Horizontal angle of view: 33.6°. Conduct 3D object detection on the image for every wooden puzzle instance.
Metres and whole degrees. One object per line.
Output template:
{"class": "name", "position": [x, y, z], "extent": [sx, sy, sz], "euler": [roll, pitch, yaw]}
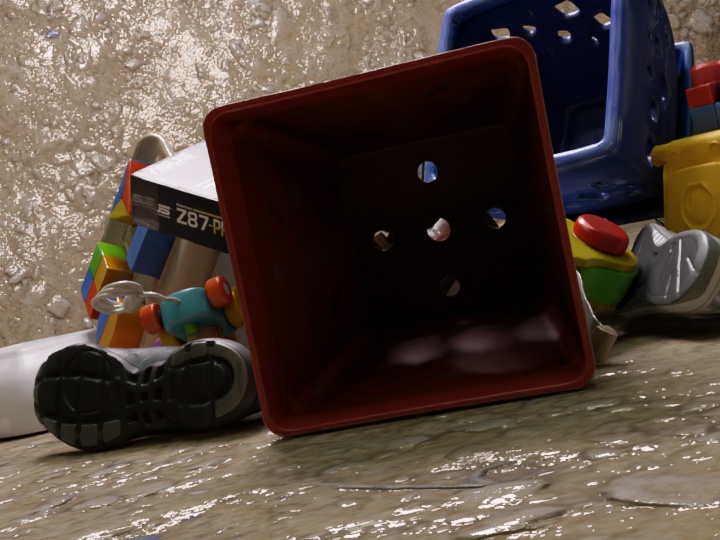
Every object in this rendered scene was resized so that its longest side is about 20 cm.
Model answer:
{"class": "wooden puzzle", "position": [-0.200, -0.006, 1.060], "extent": [0.046, 0.186, 0.200], "euler": [12, 23, -33]}

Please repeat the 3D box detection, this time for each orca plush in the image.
{"class": "orca plush", "position": [0.017, 0.005, 0.914], "extent": [0.105, 0.200, 0.071], "euler": [26, 22, -10]}

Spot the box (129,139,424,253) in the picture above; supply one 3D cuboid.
{"class": "box", "position": [-0.062, -0.070, 0.975], "extent": [0.161, 0.049, 0.200], "euler": [16, 30, 28]}

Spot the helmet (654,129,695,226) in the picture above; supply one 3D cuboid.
{"class": "helmet", "position": [0.375, -0.092, 1.138], "extent": [0.190, 0.200, 0.200], "euler": [-33, 7, -15]}

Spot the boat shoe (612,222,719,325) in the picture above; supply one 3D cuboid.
{"class": "boat shoe", "position": [0.234, 0.008, 0.864], "extent": [0.065, 0.075, 0.202], "euler": [23, -4, -4]}

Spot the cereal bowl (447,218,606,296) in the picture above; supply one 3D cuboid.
{"class": "cereal bowl", "position": [0.121, 0.015, 1.019], "extent": [0.199, 0.084, 0.200], "euler": [-11, 1, 0]}

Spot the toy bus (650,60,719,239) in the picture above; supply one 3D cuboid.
{"class": "toy bus", "position": [0.335, -0.081, 0.964], "extent": [0.199, 0.193, 0.136], "euler": [-11, -1, -29]}

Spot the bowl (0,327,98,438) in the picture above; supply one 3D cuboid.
{"class": "bowl", "position": [-0.312, 0.107, 1.125], "extent": [0.199, 0.075, 0.200], "euler": [-11, 3, 31]}

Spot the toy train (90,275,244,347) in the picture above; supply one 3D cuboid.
{"class": "toy train", "position": [-0.160, 0.072, 0.923], "extent": [0.150, 0.056, 0.200], "euler": [-7, -24, -24]}

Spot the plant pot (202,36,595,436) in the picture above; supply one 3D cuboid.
{"class": "plant pot", "position": [0.037, -0.023, 0.770], "extent": [0.199, 0.201, 0.176], "euler": [-11, 3, 13]}

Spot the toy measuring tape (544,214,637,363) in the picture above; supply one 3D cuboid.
{"class": "toy measuring tape", "position": [0.169, 0.013, 0.838], "extent": [0.073, 0.074, 0.200], "euler": [-11, 26, 1]}

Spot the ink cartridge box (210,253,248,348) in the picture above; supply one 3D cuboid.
{"class": "ink cartridge box", "position": [-0.078, 0.007, 1.130], "extent": [0.084, 0.145, 0.200], "euler": [-9, -6, 25]}

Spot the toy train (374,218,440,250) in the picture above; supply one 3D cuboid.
{"class": "toy train", "position": [0.000, 0.000, 0.971], "extent": [0.200, 0.034, 0.046], "euler": [-36, 28, 16]}

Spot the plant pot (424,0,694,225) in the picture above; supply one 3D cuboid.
{"class": "plant pot", "position": [0.192, -0.139, 1.073], "extent": [0.200, 0.201, 0.180], "euler": [-10, -26, 40]}

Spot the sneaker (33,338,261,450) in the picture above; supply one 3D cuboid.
{"class": "sneaker", "position": [-0.143, 0.089, 0.845], "extent": [0.199, 0.076, 0.079], "euler": [-4, -9, 28]}
